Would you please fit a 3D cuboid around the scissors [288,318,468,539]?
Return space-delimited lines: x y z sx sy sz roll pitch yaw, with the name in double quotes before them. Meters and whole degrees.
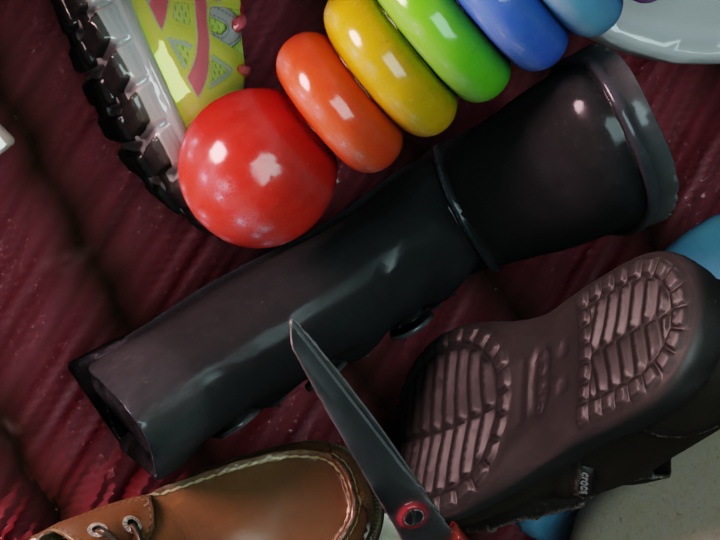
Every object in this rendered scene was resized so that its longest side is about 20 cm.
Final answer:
"scissors" 0.027 0.086 0.925 0.073 0.014 0.200 -16 123 -4

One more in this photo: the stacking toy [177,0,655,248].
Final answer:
"stacking toy" 0.024 -0.078 0.918 0.200 0.085 0.085 -40 101 8

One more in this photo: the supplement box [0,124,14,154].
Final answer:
"supplement box" -0.232 -0.075 0.937 0.126 0.074 0.200 -42 100 -10

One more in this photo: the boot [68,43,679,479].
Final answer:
"boot" 0.000 0.000 0.955 0.200 0.165 0.066 -26 86 -12

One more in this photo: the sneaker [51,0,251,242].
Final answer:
"sneaker" -0.065 -0.107 0.977 0.090 0.078 0.200 -24 98 -15

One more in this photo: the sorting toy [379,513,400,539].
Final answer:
"sorting toy" 0.012 0.215 1.012 0.200 0.070 0.199 39 83 -13

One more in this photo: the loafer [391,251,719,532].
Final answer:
"loafer" 0.076 0.054 0.941 0.071 0.200 0.073 19 67 -26

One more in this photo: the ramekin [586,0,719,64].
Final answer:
"ramekin" 0.112 -0.176 1.009 0.202 0.094 0.203 -1 93 -14

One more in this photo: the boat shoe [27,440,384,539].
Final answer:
"boat shoe" -0.083 0.118 0.960 0.200 0.068 0.072 -30 70 -2

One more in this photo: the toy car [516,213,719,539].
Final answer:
"toy car" 0.187 0.096 1.025 0.200 0.184 0.177 4 132 -50
